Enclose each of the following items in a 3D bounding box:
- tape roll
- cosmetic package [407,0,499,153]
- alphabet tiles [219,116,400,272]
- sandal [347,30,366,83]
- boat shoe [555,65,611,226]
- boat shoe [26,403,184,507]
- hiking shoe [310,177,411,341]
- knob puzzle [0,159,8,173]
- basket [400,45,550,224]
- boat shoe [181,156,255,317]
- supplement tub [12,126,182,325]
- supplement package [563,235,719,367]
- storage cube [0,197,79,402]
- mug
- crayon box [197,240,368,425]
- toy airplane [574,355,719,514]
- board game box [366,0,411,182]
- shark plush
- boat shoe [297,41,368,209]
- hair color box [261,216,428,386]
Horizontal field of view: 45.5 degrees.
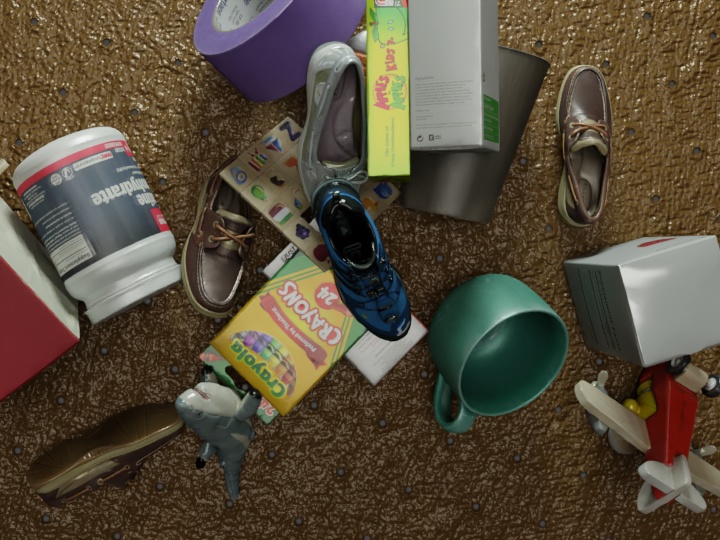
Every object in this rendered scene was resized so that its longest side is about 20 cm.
[{"bbox_3d":[-0.093,-0.299,0.990,0.200,0.200,0.085,-49,129,-1],"label":"tape roll"},{"bbox_3d":[0.101,-0.230,0.928,0.084,0.107,0.203,1,97,20],"label":"cosmetic package"},{"bbox_3d":[-0.047,-0.114,1.039,0.167,0.008,0.200,42,54,2],"label":"alphabet tiles"},{"bbox_3d":[-0.012,-0.194,1.038,0.079,0.059,0.208,28,90,2],"label":"sandal"},{"bbox_3d":[0.284,-0.157,1.068,0.071,0.072,0.203,4,91,-3],"label":"boat shoe"},{"bbox_3d":[-0.307,0.234,1.070,0.198,0.072,0.073,-26,124,-13],"label":"boat shoe"},{"bbox_3d":[0.000,0.000,0.940,0.074,0.087,0.201,-27,108,3],"label":"hiking shoe"},{"bbox_3d":[-0.510,-0.052,0.952,0.218,0.220,0.031,-31,119,-2],"label":"knob puzzle"},{"bbox_3d":[0.123,-0.166,1.048,0.178,0.136,0.202,11,95,10],"label":"basket"},{"bbox_3d":[-0.160,-0.045,1.010,0.071,0.072,0.202,19,56,-21],"label":"boat shoe"},{"bbox_3d":[-0.306,-0.053,1.017,0.139,0.140,0.202,-27,93,-2],"label":"supplement tub"},{"bbox_3d":[0.342,0.030,1.030,0.120,0.200,0.121,-16,93,-4],"label":"supplement package"},{"bbox_3d":[-0.442,0.042,0.975,0.179,0.171,0.201,-37,116,-2],"label":"storage cube"},{"bbox_3d":[0.146,0.090,1.048,0.184,0.115,0.153,-31,129,-5],"label":"mug"},{"bbox_3d":[-0.086,0.079,1.022,0.127,0.051,0.200,43,93,-3],"label":"crayon box"},{"bbox_3d":[0.364,0.210,1.067,0.198,0.141,0.202,-13,77,-34],"label":"toy airplane"},{"bbox_3d":[0.032,-0.203,0.955,0.047,0.102,0.203,-1,92,4],"label":"board game box"},{"bbox_3d":[-0.179,0.202,1.042,0.090,0.201,0.083,28,48,20],"label":"shark plush"},{"bbox_3d":[-0.025,-0.145,0.950,0.074,0.065,0.204,-6,120,-21],"label":"boat shoe"},{"bbox_3d":[-0.019,0.036,1.077,0.101,0.061,0.200,-44,94,0],"label":"hair color box"}]
